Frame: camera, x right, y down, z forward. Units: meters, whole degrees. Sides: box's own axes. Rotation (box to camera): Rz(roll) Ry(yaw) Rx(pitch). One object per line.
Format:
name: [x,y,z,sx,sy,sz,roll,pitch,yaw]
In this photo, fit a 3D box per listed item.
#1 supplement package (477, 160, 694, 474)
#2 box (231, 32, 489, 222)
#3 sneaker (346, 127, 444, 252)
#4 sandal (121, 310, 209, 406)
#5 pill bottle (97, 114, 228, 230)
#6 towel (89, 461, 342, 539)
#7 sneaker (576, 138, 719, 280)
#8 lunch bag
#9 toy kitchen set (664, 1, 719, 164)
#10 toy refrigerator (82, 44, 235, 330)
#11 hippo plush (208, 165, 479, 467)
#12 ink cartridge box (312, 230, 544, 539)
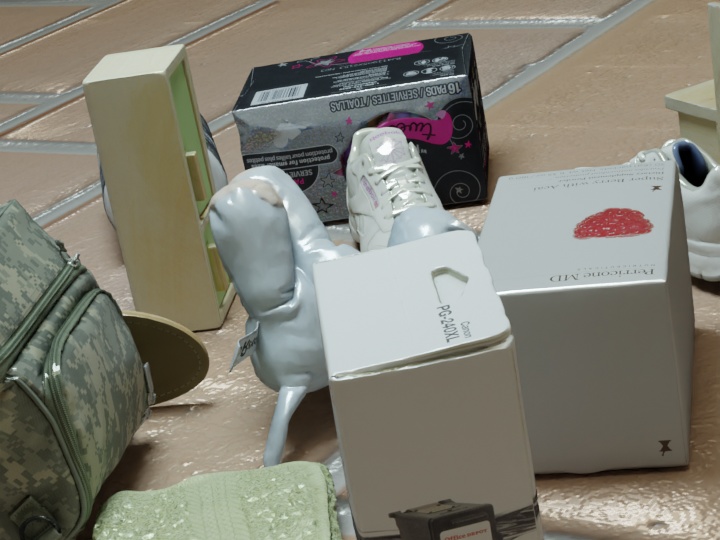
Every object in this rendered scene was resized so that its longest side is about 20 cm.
supplement package: [0.138,0.024,1.097,0.121,0.120,0.200,-5,22,13]
box: [0.005,-0.117,1.534,0.200,0.115,0.132,-9,22,9]
sneaker: [0.023,-0.051,1.377,0.075,0.100,0.200,-12,22,-11]
sandal: [-0.205,0.056,1.245,0.211,0.078,0.070,-12,26,10]
pill bottle: [-0.176,-0.094,1.575,0.106,0.106,0.200,-13,21,-5]
towel: [-0.077,0.160,0.973,0.148,0.037,0.200,-13,21,-3]
sneaker: [0.219,-0.057,1.293,0.074,0.087,0.200,-25,24,-29]
lunch bag: [-0.213,0.072,1.081,0.139,0.168,0.200,-38,11,15]
toy kitchen set: [0.355,-0.141,1.357,0.180,0.163,0.200,-19,23,-21]
toy refrigerator: [-0.144,-0.060,1.338,0.070,0.200,0.076,-7,21,9]
hippo plush: [0.000,0.000,1.155,0.160,0.160,0.200,-15,19,8]
ink cartridge box: [0.035,0.100,0.842,0.083,0.200,0.145,-11,21,-1]
